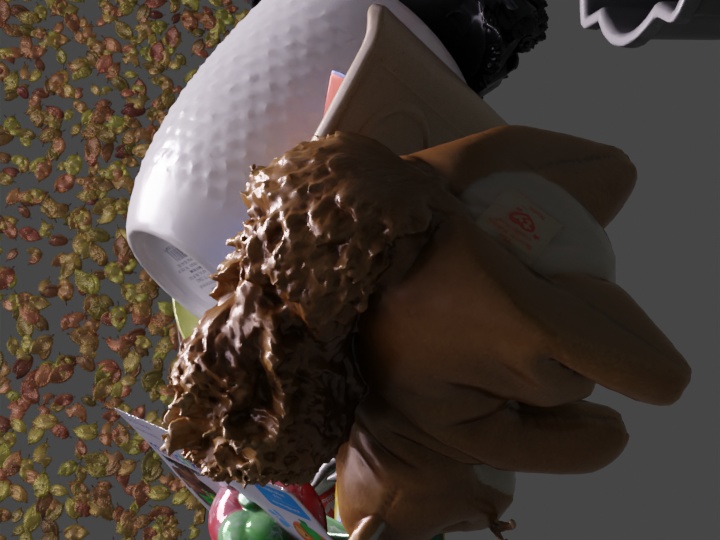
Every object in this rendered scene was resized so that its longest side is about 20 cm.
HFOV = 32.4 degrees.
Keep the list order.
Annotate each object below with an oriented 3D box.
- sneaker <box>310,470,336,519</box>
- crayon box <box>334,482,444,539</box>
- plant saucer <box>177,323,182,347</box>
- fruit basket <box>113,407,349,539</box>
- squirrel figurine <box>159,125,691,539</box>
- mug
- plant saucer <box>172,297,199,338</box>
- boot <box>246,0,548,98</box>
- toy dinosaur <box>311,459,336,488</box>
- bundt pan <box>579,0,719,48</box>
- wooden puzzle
[{"bbox_3d":[-0.032,0.142,0.954,0.200,0.070,0.094,40,-153,-72],"label":"sneaker"},{"bbox_3d":[0.018,0.124,0.858,0.126,0.051,0.202,115,161,-59],"label":"crayon box"},{"bbox_3d":[-0.107,-0.019,1.026,0.200,0.032,0.202,-166,90,-69],"label":"plant saucer"},{"bbox_3d":[-0.043,0.166,0.693,0.185,0.200,0.094,13,60,51],"label":"fruit basket"},{"bbox_3d":[0.013,0.042,0.528,0.142,0.198,0.187,-99,28,-45],"label":"squirrel figurine"},{"bbox_3d":[-0.057,-0.057,0.717,0.176,0.148,0.199,-52,27,-22],"label":"mug"},{"bbox_3d":[-0.077,-0.031,0.896,0.199,0.031,0.202,-27,55,48],"label":"plant saucer"},{"bbox_3d":[0.018,-0.161,0.745,0.073,0.163,0.198,-40,-1,-30],"label":"boot"},{"bbox_3d":[0.028,0.040,0.722,0.077,0.101,0.202,-148,65,-78],"label":"toy dinosaur"},{"bbox_3d":[0.130,-0.163,0.371,0.202,0.075,0.204,-173,90,-80],"label":"bundt pan"},{"bbox_3d":[0.002,-0.009,0.623,0.185,0.046,0.201,29,-95,-56],"label":"wooden puzzle"}]
